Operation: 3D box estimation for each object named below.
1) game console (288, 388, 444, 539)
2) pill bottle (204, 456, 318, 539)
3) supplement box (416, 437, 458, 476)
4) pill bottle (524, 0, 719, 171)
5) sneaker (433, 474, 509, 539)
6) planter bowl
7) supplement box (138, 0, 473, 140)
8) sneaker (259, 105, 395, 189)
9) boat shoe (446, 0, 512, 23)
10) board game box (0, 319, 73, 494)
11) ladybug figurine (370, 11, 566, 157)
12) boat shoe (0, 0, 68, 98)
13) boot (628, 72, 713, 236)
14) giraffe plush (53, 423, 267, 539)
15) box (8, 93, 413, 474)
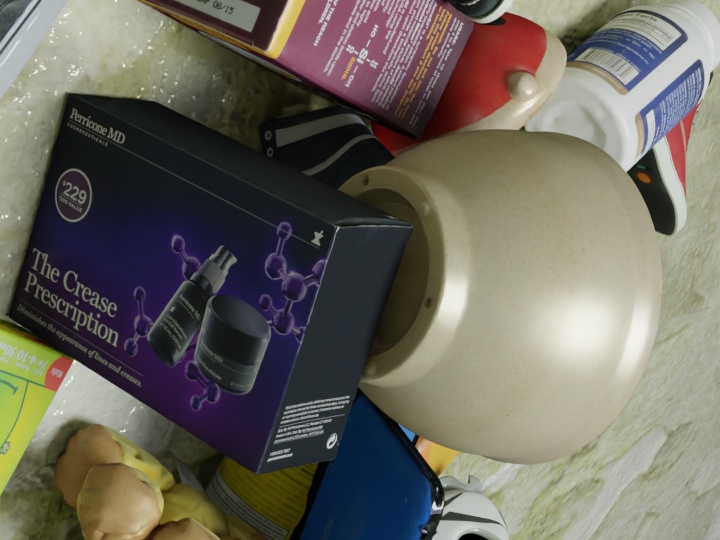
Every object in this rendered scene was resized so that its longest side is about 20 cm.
[{"bbox_3d":[0.021,0.176,0.990,0.118,0.171,0.201,4,118,-32],"label":"game console"},{"bbox_3d":[-0.067,0.181,1.093,0.201,0.104,0.104,-59,152,8],"label":"pill bottle"},{"bbox_3d":[0.063,0.119,1.284,0.200,0.069,0.067,-37,143,-52],"label":"supplement box"},{"bbox_3d":[0.242,-0.168,1.331,0.200,0.111,0.111,-40,143,-37],"label":"pill bottle"},{"bbox_3d":[0.026,0.224,1.167,0.199,0.089,0.074,-17,128,-18],"label":"sneaker"},{"bbox_3d":[0.052,0.009,0.860,0.134,0.200,0.201,9,106,-40],"label":"planter bowl"},{"bbox_3d":[-0.030,-0.156,0.887,0.200,0.110,0.086,19,97,-61],"label":"supplement box"},{"bbox_3d":[-0.060,-0.027,1.001,0.200,0.109,0.070,-36,157,12],"label":"sneaker"},{"bbox_3d":[0.040,-0.241,0.894,0.066,0.074,0.200,7,66,-46],"label":"boat shoe"},{"bbox_3d":[-0.246,0.116,0.810,0.201,0.047,0.102,-62,152,-4],"label":"board game box"},{"bbox_3d":[0.065,-0.130,1.024,0.136,0.200,0.072,-45,107,-16],"label":"ladybug figurine"},{"bbox_3d":[-0.162,-0.164,0.698,0.201,0.072,0.071,-63,156,1],"label":"boat shoe"},{"bbox_3d":[0.328,-0.138,1.547,0.144,0.072,0.200,-54,146,-22],"label":"boot"},{"bbox_3d":[-0.158,0.209,0.961,0.162,0.172,0.200,-51,-174,-2],"label":"giraffe plush"},{"bbox_3d":[-0.088,0.002,0.822,0.079,0.199,0.142,1,111,-57],"label":"box"}]
